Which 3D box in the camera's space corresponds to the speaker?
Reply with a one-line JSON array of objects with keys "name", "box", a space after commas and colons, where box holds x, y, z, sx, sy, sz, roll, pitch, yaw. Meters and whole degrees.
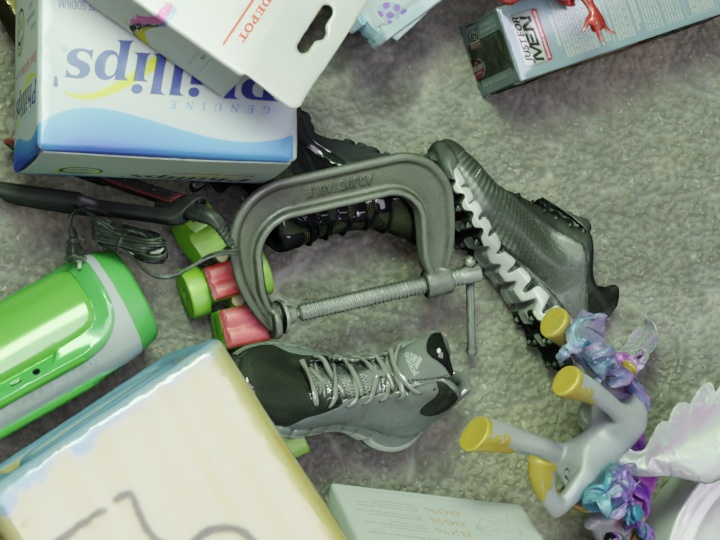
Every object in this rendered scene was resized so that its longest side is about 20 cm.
[{"name": "speaker", "box": [-0.247, 0.064, 1.677, 0.199, 0.088, 0.089, -29, 93, -14]}]

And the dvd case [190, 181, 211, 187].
[{"name": "dvd case", "box": [-0.152, -0.179, 1.752, 0.148, 0.016, 0.201, 18, 82, -12]}]

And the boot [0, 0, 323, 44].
[{"name": "boot", "box": [-0.155, -0.204, 1.717, 0.200, 0.066, 0.176, -37, 100, -15]}]

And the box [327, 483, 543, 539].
[{"name": "box", "box": [0.057, 0.241, 1.669, 0.151, 0.200, 0.107, 8, 104, -12]}]

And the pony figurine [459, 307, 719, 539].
[{"name": "pony figurine", "box": [0.186, 0.115, 1.725, 0.193, 0.166, 0.200, -54, 131, -9]}]

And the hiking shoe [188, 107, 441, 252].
[{"name": "hiking shoe", "box": [-0.029, -0.049, 1.736, 0.199, 0.076, 0.101, 27, 73, -11]}]

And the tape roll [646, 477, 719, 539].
[{"name": "tape roll", "box": [0.313, 0.234, 1.809, 0.201, 0.071, 0.204, 1, 86, -14]}]

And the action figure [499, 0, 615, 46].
[{"name": "action figure", "box": [0.166, -0.231, 1.706, 0.200, 0.065, 0.099, -43, 111, -34]}]

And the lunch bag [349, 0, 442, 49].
[{"name": "lunch bag", "box": [0.033, -0.278, 1.729, 0.200, 0.127, 0.170, -37, 95, -30]}]

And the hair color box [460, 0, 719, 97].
[{"name": "hair color box", "box": [0.187, -0.194, 1.792, 0.199, 0.099, 0.061, -19, 91, -14]}]

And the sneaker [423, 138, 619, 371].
[{"name": "sneaker", "box": [0.126, -0.027, 1.786, 0.090, 0.066, 0.200, -38, 99, -16]}]

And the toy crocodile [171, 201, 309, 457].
[{"name": "toy crocodile", "box": [-0.086, 0.047, 1.729, 0.067, 0.062, 0.201, -17, 91, -14]}]

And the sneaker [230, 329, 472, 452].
[{"name": "sneaker", "box": [0.003, 0.071, 1.683, 0.200, 0.115, 0.075, 12, 55, -47]}]

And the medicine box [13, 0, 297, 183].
[{"name": "medicine box", "box": [-0.142, -0.166, 1.629, 0.181, 0.103, 0.201, 2, 81, -17]}]

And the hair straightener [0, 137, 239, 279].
[{"name": "hair straightener", "box": [-0.179, -0.033, 1.678, 0.199, 0.041, 0.077, 18, 80, 18]}]

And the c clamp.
[{"name": "c clamp", "box": [0.000, 0.000, 1.707, 0.199, 0.027, 0.172, -7, 116, -19]}]

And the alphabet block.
[{"name": "alphabet block", "box": [-0.134, 0.182, 1.590, 0.195, 0.196, 0.201, -32, 94, -12]}]

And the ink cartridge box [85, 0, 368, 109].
[{"name": "ink cartridge box", "box": [-0.102, -0.198, 1.556, 0.200, 0.067, 0.117, 35, 74, -8]}]
